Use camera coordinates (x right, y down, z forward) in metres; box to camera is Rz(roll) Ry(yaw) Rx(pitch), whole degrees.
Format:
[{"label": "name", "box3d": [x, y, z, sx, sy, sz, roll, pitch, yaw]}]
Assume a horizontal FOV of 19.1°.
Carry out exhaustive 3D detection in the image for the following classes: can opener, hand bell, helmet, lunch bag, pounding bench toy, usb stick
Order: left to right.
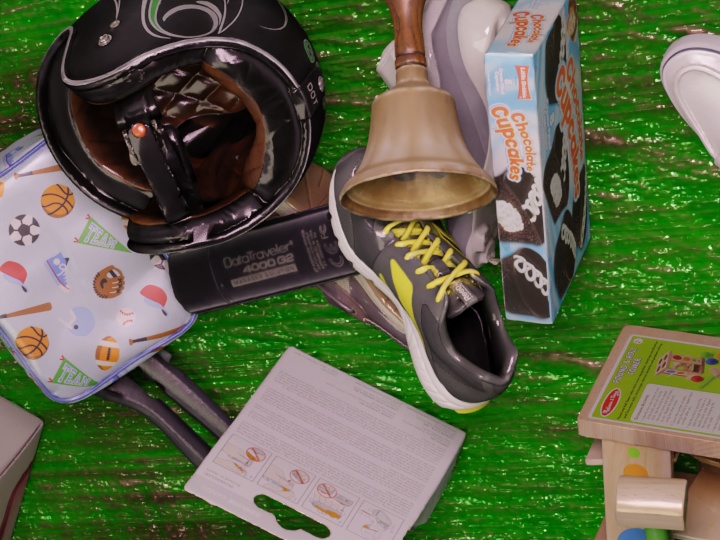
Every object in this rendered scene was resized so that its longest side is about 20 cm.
[{"label": "lunch bag", "box3d": [-0.220, -0.007, 1.647, 0.160, 0.076, 0.201, -34, 106, -3]}, {"label": "can opener", "box3d": [-0.155, 0.107, 1.741, 0.199, 0.079, 0.064, 37, 90, -4]}, {"label": "helmet", "box3d": [-0.124, -0.115, 1.490, 0.198, 0.191, 0.202, -4, 111, -11]}, {"label": "usb stick", "box3d": [-0.068, -0.008, 1.562, 0.199, 0.033, 0.056, -14, 96, 44]}, {"label": "hand bell", "box3d": [0.032, -0.143, 1.414, 0.104, 0.104, 0.202, -14, 71, 32]}, {"label": "pounding bench toy", "box3d": [0.219, 0.163, 1.497, 0.123, 0.200, 0.157, 7, 123, 21]}]

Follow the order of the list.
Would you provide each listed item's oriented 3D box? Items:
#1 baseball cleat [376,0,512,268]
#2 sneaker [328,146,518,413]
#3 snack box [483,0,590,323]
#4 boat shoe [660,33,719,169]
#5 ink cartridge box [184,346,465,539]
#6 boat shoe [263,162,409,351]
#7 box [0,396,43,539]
[{"label": "baseball cleat", "box3d": [0.063, -0.103, 1.495, 0.106, 0.070, 0.202, 16, 118, 25]}, {"label": "sneaker", "box3d": [0.052, 0.001, 1.460, 0.201, 0.074, 0.085, 59, 157, -5]}, {"label": "snack box", "box3d": [0.121, -0.080, 1.440, 0.037, 0.116, 0.201, 4, 123, 19]}, {"label": "boat shoe", "box3d": [0.270, -0.070, 1.407, 0.200, 0.066, 0.072, 47, 128, -9]}, {"label": "ink cartridge box", "box3d": [-0.026, 0.156, 1.609, 0.161, 0.200, 0.050, 25, 129, 9]}, {"label": "boat shoe", "box3d": [0.000, 0.000, 1.583, 0.200, 0.072, 0.065, 41, 137, 3]}, {"label": "box", "box3d": [-0.370, 0.199, 1.861, 0.127, 0.109, 0.201, 28, 128, 7]}]
